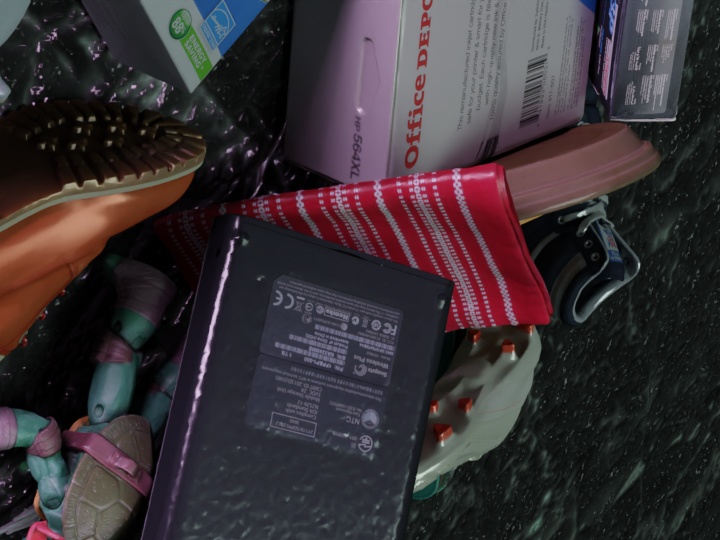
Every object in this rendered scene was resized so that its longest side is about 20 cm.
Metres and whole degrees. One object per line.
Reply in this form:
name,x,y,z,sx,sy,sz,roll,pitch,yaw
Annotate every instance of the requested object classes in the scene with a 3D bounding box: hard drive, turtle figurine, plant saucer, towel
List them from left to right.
turtle figurine,-0.148,0.100,0.987,0.201,0.100,0.150,-59,160,-24
hard drive,-0.032,0.086,0.988,0.139,0.033,0.202,17,79,-25
towel,0.000,0.000,1.057,0.145,0.198,0.023,65,21,-52
plant saucer,0.081,-0.054,1.137,0.199,0.199,0.030,-24,102,-46

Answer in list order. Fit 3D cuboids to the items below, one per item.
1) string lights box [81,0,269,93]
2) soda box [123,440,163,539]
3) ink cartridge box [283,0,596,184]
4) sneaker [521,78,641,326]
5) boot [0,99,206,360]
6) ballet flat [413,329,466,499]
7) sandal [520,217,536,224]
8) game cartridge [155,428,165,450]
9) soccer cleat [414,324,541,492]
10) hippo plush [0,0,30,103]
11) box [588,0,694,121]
string lights box,-0.060,-0.199,0.929,0.200,0.059,0.103,-52,145,-18
soda box,-0.110,0.158,1.047,0.063,0.071,0.200,35,100,-18
ink cartridge box,0.051,-0.142,1.105,0.199,0.084,0.147,-23,127,-45
sneaker,0.150,-0.060,1.288,0.070,0.108,0.202,2,111,-56
boot,-0.161,-0.014,0.913,0.199,0.075,0.108,-24,135,-35
ballet flat,0.040,0.060,1.272,0.074,0.074,0.201,-32,139,-40
sandal,0.062,-0.006,1.157,0.206,0.079,0.060,-21,100,-37
game cartridge,-0.107,0.174,1.156,0.133,0.041,0.202,-21,129,-53
soccer cleat,0.054,0.098,1.177,0.200,0.069,0.078,-39,138,-43
hippo plush,-0.172,-0.166,0.752,0.199,0.160,0.161,-10,153,-35
box,0.166,-0.217,1.163,0.046,0.159,0.201,-2,124,-8
